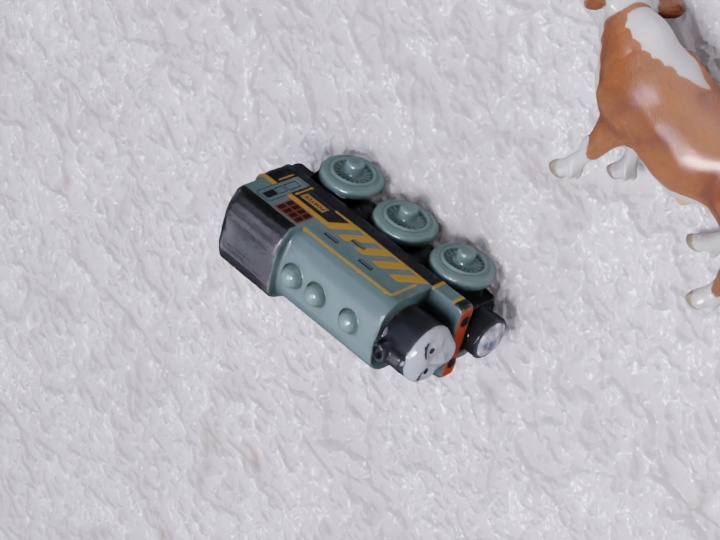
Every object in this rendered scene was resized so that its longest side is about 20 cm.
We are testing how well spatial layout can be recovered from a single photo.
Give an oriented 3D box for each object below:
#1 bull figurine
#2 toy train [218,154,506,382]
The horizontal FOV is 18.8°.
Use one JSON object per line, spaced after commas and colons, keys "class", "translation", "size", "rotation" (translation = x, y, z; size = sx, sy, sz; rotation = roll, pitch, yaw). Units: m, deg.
{"class": "bull figurine", "translation": [0.179, -0.077, 1.247], "size": [0.200, 0.065, 0.122], "rotation": [49, 138, 21]}
{"class": "toy train", "translation": [0.000, 0.000, 1.418], "size": [0.200, 0.114, 0.086], "rotation": [39, 131, 27]}
